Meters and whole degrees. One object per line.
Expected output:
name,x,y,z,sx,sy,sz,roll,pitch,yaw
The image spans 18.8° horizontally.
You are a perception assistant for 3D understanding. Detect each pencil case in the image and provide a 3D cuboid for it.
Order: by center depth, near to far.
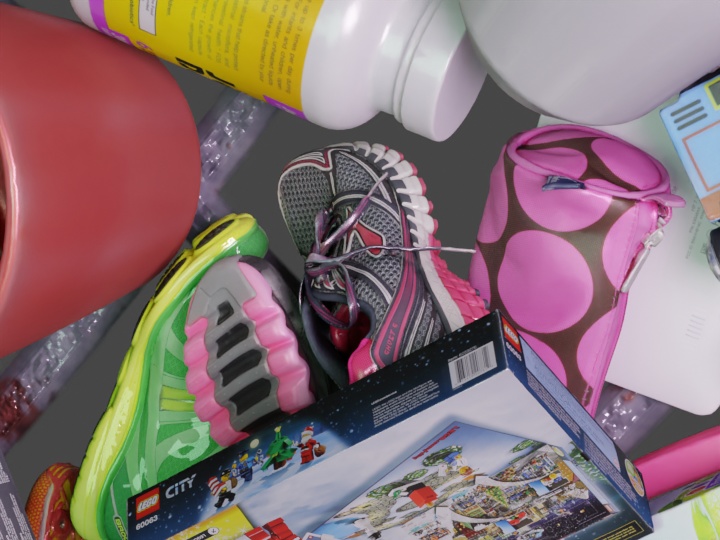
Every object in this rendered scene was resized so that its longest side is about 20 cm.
pencil case,0.089,0.036,1.038,0.093,0.091,0.201,23,116,25

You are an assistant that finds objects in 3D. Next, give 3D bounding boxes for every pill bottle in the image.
pill bottle,-0.036,-0.134,1.063,0.199,0.104,0.105,24,106,16

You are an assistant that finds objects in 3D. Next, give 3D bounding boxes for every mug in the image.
mug,0.128,-0.149,0.958,0.150,0.186,0.153,48,140,5

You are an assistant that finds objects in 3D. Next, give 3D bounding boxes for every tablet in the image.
tablet,0.142,-0.042,1.060,0.130,0.014,0.201,21,105,17

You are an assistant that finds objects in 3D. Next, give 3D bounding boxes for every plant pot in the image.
plant pot,-0.186,-0.049,1.081,0.200,0.177,0.202,5,100,33

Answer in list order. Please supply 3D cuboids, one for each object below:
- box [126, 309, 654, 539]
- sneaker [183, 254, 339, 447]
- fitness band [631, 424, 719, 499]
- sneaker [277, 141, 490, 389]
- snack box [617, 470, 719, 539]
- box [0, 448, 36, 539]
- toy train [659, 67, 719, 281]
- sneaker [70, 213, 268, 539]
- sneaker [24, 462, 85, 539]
box,0.013,0.110,0.986,0.199,0.038,0.137,-27,131,19
sneaker,-0.015,0.076,1.094,0.079,0.095,0.201,-18,103,41
fitness band,0.192,0.146,1.058,0.199,0.037,0.144,-24,90,21
sneaker,0.000,0.000,1.044,0.200,0.074,0.081,-123,43,-51
snack box,0.155,0.195,1.026,0.199,0.068,0.169,-28,86,24
box,-0.228,0.171,1.166,0.161,0.049,0.201,-39,68,41
toy train,0.236,-0.066,0.976,0.199,0.087,0.115,-26,88,18
sneaker,-0.085,0.061,1.139,0.083,0.074,0.201,22,109,-2
sneaker,-0.182,0.202,1.192,0.077,0.073,0.201,13,100,29
